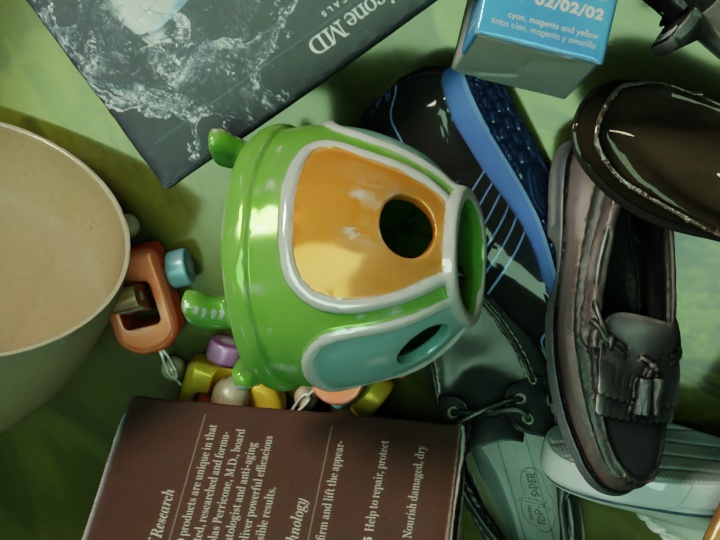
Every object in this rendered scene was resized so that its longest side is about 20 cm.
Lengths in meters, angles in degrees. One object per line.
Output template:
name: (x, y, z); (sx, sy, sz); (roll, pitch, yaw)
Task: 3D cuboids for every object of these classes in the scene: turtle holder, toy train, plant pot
turtle holder: (-0.003, 0.006, 0.915); (0.131, 0.141, 0.186); (0, 137, 15)
toy train: (-0.066, 0.034, 1.034); (0.199, 0.056, 0.151); (-9, 104, 10)
plant pot: (-0.239, 0.024, 1.000); (0.200, 0.200, 0.135); (19, 131, 2)

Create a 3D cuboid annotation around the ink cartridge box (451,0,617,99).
ink cartridge box: (0.105, -0.199, 0.896); (0.068, 0.115, 0.201); (13, 87, -3)

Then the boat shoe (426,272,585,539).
boat shoe: (0.082, 0.099, 1.026); (0.074, 0.066, 0.200); (-11, 103, 12)

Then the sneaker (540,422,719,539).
sneaker: (0.196, 0.136, 1.005); (0.199, 0.073, 0.071); (11, 117, -6)

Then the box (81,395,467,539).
box: (-0.045, 0.190, 0.991); (0.199, 0.164, 0.166); (3, 131, 7)

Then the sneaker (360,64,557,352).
sneaker: (0.073, -0.024, 1.000); (0.078, 0.070, 0.200); (-20, 104, 29)

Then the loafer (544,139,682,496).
loafer: (0.141, 0.018, 0.945); (0.063, 0.072, 0.201); (-20, 68, 49)

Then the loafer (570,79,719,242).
loafer: (0.204, -0.046, 0.902); (0.200, 0.071, 0.073); (25, 82, 2)

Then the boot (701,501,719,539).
boot: (0.226, 0.060, 0.967); (0.188, 0.068, 0.200); (24, 83, -12)

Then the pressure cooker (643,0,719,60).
pressure cooker: (0.238, -0.166, 0.881); (0.200, 0.176, 0.179); (41, 135, -3)

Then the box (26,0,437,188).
box: (-0.075, -0.186, 0.946); (0.196, 0.117, 0.200); (-34, 99, 14)
